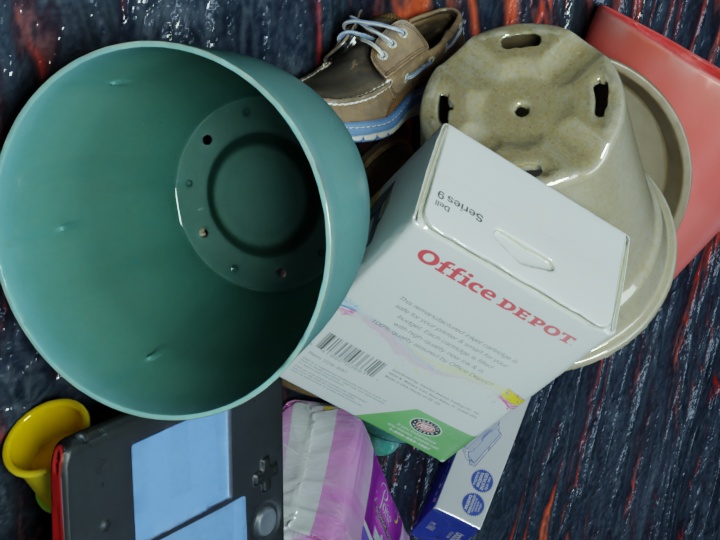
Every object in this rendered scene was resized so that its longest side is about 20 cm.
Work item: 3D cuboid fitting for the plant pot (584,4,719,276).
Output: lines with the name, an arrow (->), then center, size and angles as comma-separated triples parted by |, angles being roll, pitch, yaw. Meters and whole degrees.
plant pot -> 0.240, -0.096, 1.327 | 0.200, 0.200, 0.178 | 6, 118, -55

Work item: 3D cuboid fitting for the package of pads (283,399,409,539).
package of pads -> -0.020, 0.202, 1.233 | 0.201, 0.075, 0.121 | 70, 28, -50

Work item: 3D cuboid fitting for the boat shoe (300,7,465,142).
boat shoe -> 0.008, -0.139, 1.079 | 0.200, 0.072, 0.073 | -30, 131, -54

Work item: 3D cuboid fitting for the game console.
game console -> -0.116, 0.161, 1.007 | 0.199, 0.031, 0.179 | -22, 122, -51

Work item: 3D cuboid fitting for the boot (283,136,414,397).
boot -> 0.000, 0.000, 1.152 | 0.201, 0.075, 0.074 | -61, 145, -6

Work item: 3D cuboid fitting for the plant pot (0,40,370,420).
plant pot -> -0.085, -0.033, 0.912 | 0.161, 0.199, 0.202 | -29, 138, -69

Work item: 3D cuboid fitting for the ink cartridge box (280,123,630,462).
ink cartridge box -> 0.053, 0.021, 1.006 | 0.200, 0.145, 0.088 | -44, -158, 50

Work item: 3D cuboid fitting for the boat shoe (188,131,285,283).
boat shoe -> -0.085, -0.007, 1.037 | 0.062, 0.071, 0.202 | -16, 129, -45

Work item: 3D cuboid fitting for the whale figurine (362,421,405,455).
whale figurine -> 0.059, 0.083, 1.262 | 0.160, 0.103, 0.200 | -62, 155, -3

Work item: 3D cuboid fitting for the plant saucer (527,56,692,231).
plant saucer -> 0.156, -0.076, 1.236 | 0.030, 0.198, 0.202 | -71, 172, -66

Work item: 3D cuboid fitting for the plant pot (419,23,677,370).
plant pot -> 0.115, -0.061, 1.086 | 0.201, 0.200, 0.184 | -50, 153, -18

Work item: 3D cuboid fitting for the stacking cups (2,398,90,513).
stacking cups -> -0.162, 0.170, 1.032 | 0.061, 0.060, 0.201 | -46, 135, -24

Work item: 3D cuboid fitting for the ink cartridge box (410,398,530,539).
ink cartridge box -> 0.104, 0.126, 1.313 | 0.094, 0.044, 0.201 | 115, -1, -66
